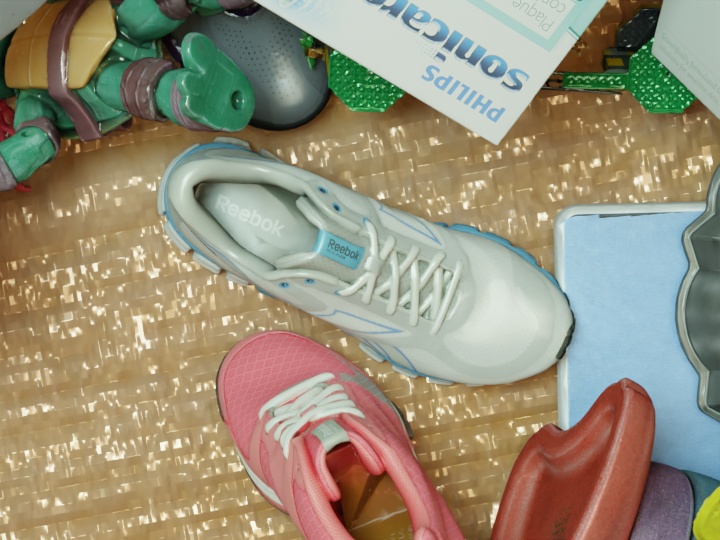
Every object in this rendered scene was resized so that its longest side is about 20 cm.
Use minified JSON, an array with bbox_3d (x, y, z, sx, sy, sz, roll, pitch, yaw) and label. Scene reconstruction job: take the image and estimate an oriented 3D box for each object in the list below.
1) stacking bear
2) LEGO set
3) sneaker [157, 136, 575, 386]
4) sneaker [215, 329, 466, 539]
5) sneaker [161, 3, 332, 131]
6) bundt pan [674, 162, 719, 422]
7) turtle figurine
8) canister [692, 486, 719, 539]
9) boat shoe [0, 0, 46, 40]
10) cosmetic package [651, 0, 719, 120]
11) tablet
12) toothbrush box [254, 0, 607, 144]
[{"bbox_3d":[0.162,0.148,0.977,0.199,0.121,0.114,26,64,-11],"label":"stacking bear"},{"bbox_3d":[0.067,-0.149,1.006,0.198,0.116,0.155,-7,116,0],"label":"LEGO set"},{"bbox_3d":[0.000,0.000,1.002,0.198,0.087,0.076,20,90,0],"label":"sneaker"},{"bbox_3d":[-0.005,0.079,0.964,0.073,0.087,0.200,-31,49,-9],"label":"sneaker"},{"bbox_3d":[-0.076,-0.153,1.002,0.074,0.088,0.201,-29,89,1],"label":"sneaker"},{"bbox_3d":[0.242,0.014,0.993,0.200,0.076,0.204,0,91,-5],"label":"bundt pan"},{"bbox_3d":[-0.127,-0.100,0.985,0.199,0.100,0.151,-3,81,35],"label":"turtle figurine"},{"bbox_3d":[0.242,0.144,0.912,0.148,0.086,0.201,-37,104,-20],"label":"canister"},{"bbox_3d":[-0.145,-0.152,0.903,0.066,0.072,0.200,33,66,26],"label":"boat shoe"},{"bbox_3d":[0.235,-0.107,0.940,0.198,0.108,0.085,-7,127,-24],"label":"cosmetic package"},{"bbox_3d":[0.154,0.070,1.035,0.129,0.014,0.202,-1,91,1],"label":"tablet"},{"bbox_3d":[0.046,-0.174,0.872,0.146,0.086,0.200,29,112,-25],"label":"toothbrush box"}]
